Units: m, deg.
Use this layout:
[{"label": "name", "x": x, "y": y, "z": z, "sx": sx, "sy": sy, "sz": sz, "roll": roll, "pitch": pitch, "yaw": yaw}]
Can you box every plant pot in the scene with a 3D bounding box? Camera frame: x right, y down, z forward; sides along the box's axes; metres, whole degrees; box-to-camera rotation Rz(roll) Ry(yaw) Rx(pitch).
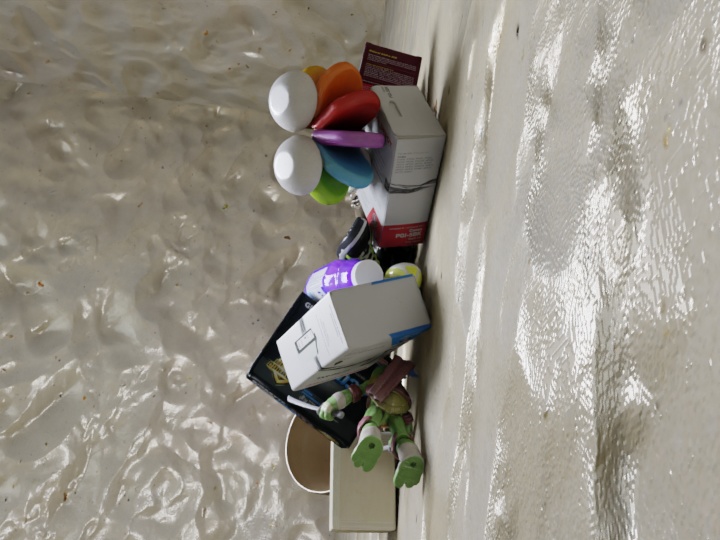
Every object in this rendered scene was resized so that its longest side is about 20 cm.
[{"label": "plant pot", "x": -0.027, "y": 0.341, "z": 1.393, "sx": 0.134, "sy": 0.197, "sz": 0.205, "roll": 40, "pitch": -135, "yaw": -46}]

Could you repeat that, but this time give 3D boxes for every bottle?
[{"label": "bottle", "x": -0.023, "y": 0.023, "z": 1.125, "sx": 0.066, "sy": 0.083, "sz": 0.199, "roll": -63, "pitch": 16, "yaw": -18}]

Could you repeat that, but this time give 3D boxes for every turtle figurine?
[{"label": "turtle figurine", "x": 0.013, "y": 0.231, "z": 1.012, "sx": 0.146, "sy": 0.197, "sz": 0.195, "roll": 60, "pitch": -174, "yaw": -21}]

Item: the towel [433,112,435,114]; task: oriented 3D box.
[{"label": "towel", "x": 0.100, "y": -0.210, "z": 1.271, "sx": 0.200, "sy": 0.029, "sz": 0.150, "roll": -94, "pitch": 8, "yaw": -76}]

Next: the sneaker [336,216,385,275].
[{"label": "sneaker", "x": 0.013, "y": -0.016, "z": 1.184, "sx": 0.072, "sy": 0.082, "sz": 0.201, "roll": -57, "pitch": -13, "yaw": -20}]

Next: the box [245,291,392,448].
[{"label": "box", "x": -0.060, "y": 0.159, "z": 1.152, "sx": 0.160, "sy": 0.198, "sz": 0.046, "roll": -55, "pitch": 5, "yaw": -19}]

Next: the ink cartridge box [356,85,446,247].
[{"label": "ink cartridge box", "x": 0.059, "y": -0.162, "z": 1.122, "sx": 0.148, "sy": 0.081, "sz": 0.203, "roll": -110, "pitch": 21, "yaw": -44}]

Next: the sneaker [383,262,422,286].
[{"label": "sneaker", "x": 0.041, "y": 0.074, "z": 1.153, "sx": 0.201, "sy": 0.074, "sz": 0.107, "roll": 122, "pitch": 148, "yaw": -57}]

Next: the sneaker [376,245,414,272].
[{"label": "sneaker", "x": 0.062, "y": -0.063, "z": 1.274, "sx": 0.098, "sy": 0.069, "sz": 0.206, "roll": 105, "pitch": 168, "yaw": -73}]

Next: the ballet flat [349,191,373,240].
[{"label": "ballet flat", "x": 0.005, "y": -0.100, "z": 1.331, "sx": 0.201, "sy": 0.045, "sz": 0.069, "roll": 87, "pitch": -172, "yaw": -71}]

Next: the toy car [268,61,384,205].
[{"label": "toy car", "x": -0.031, "y": -0.200, "z": 1.051, "sx": 0.173, "sy": 0.147, "sz": 0.206, "roll": -8, "pitch": -84, "yaw": -52}]

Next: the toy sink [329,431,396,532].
[{"label": "toy sink", "x": 0.005, "y": 0.329, "z": 1.210, "sx": 0.131, "sy": 0.109, "sz": 0.205, "roll": 102, "pitch": 169, "yaw": -68}]

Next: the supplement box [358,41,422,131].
[{"label": "supplement box", "x": 0.037, "y": -0.290, "z": 1.259, "sx": 0.061, "sy": 0.106, "sz": 0.204, "roll": 112, "pitch": 172, "yaw": -64}]

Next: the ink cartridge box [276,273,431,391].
[{"label": "ink cartridge box", "x": -0.014, "y": 0.091, "z": 1.033, "sx": 0.200, "sy": 0.143, "sz": 0.086, "roll": -43, "pitch": 64, "yaw": 54}]

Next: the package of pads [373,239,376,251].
[{"label": "package of pads", "x": 0.057, "y": -0.112, "z": 1.477, "sx": 0.201, "sy": 0.066, "sz": 0.158, "roll": -89, "pitch": 6, "yaw": -63}]
